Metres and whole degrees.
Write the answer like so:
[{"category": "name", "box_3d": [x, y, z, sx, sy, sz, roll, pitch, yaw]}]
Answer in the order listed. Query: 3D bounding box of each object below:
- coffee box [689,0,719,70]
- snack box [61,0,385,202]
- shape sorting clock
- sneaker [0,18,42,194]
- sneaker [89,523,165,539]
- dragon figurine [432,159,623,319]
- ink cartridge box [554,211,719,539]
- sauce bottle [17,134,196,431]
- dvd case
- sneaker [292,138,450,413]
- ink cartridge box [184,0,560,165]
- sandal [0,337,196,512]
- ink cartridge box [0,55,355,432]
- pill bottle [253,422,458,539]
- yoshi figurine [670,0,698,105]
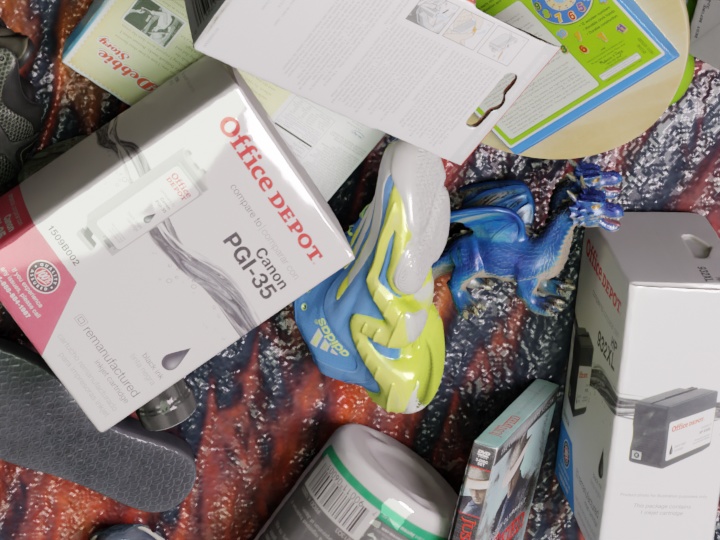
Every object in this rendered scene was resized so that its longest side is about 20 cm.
[{"category": "coffee box", "box_3d": [0.319, -0.173, 1.726, 0.199, 0.080, 0.114, 2, 111, -32]}, {"category": "snack box", "box_3d": [-0.078, -0.129, 1.733, 0.199, 0.037, 0.116, 33, 119, -18]}, {"category": "shape sorting clock", "box_3d": [0.107, -0.155, 1.671, 0.199, 0.039, 0.201, 11, 133, 12]}, {"category": "sneaker", "box_3d": [-0.281, -0.135, 1.698, 0.199, 0.076, 0.114, 36, 101, -22]}, {"category": "sneaker", "box_3d": [-0.146, 0.271, 1.866, 0.077, 0.086, 0.201, -11, 112, -4]}, {"category": "dragon figurine", "box_3d": [0.086, -0.025, 1.790, 0.199, 0.059, 0.100, 1, 115, 23]}, {"category": "ink cartridge box", "box_3d": [0.192, 0.076, 1.805, 0.083, 0.145, 0.201, 2, 111, -8]}, {"category": "sauce bottle", "box_3d": [-0.161, 0.012, 1.775, 0.064, 0.065, 0.201, -22, 111, 1]}, {"category": "dvd case", "box_3d": [0.085, 0.187, 1.839, 0.022, 0.146, 0.201, 17, 109, 16]}, {"category": "sneaker", "box_3d": [0.000, 0.000, 1.760, 0.104, 0.076, 0.201, 11, 118, 20]}, {"category": "ink cartridge box", "box_3d": [0.008, -0.147, 1.598, 0.199, 0.051, 0.109, 22, 124, -30]}, {"category": "sandal", "box_3d": [-0.202, 0.103, 1.823, 0.200, 0.043, 0.076, 34, 110, -28]}, {"category": "ink cartridge box", "box_3d": [-0.126, -0.020, 1.694, 0.199, 0.083, 0.147, -35, 113, 1]}, {"category": "pill bottle", "box_3d": [-0.026, 0.214, 1.846, 0.113, 0.113, 0.200, 32, 104, -18]}, {"category": "yoshi figurine", "box_3d": [0.146, -0.166, 1.730, 0.199, 0.113, 0.112, 21, 115, -17]}]
